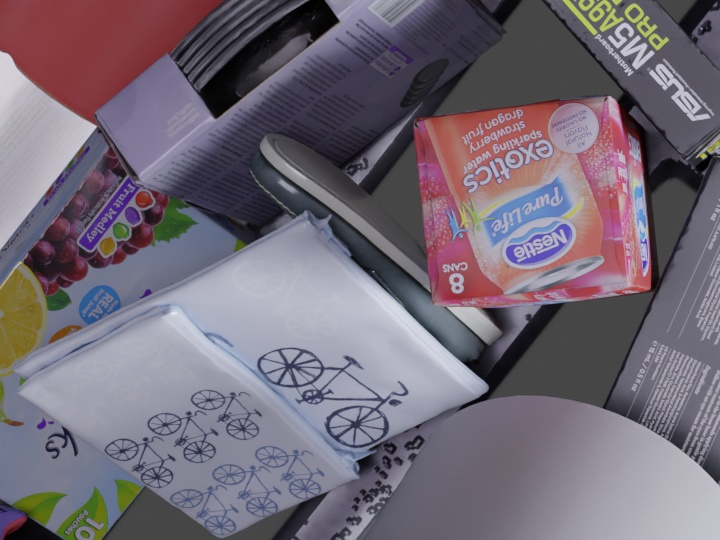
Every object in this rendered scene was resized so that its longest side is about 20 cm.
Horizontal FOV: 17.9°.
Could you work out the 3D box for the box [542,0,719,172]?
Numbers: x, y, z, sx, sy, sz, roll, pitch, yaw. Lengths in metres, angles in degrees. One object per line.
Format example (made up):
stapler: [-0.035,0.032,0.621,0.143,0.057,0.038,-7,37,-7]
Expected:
box: [0.124,-0.141,1.195,0.044,0.160,0.200,-42,84,8]

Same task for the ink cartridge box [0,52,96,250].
ink cartridge box: [-0.221,-0.066,1.323,0.200,0.048,0.146,44,99,8]

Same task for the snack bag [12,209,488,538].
snack bag: [-0.052,0.063,1.226,0.200,0.189,0.021,-27,44,21]

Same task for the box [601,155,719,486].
box: [0.215,0.058,1.222,0.141,0.079,0.201,25,96,14]

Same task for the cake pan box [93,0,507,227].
cake pan box: [-0.028,-0.104,1.206,0.184,0.200,0.052,-40,75,10]

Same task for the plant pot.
plant pot: [-0.107,-0.179,1.235,0.200,0.200,0.177,42,108,8]

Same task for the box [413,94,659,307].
box: [0.096,-0.031,1.182,0.099,0.200,0.096,-6,88,11]

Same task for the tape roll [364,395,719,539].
tape roll: [0.090,0.183,1.172,0.202,0.139,0.203,16,133,18]

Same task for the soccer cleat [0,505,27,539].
soccer cleat: [-0.211,0.223,1.240,0.073,0.068,0.201,-1,74,-19]

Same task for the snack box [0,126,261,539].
snack box: [-0.148,0.040,1.279,0.142,0.053,0.200,35,99,-23]

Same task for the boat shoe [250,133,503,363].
boat shoe: [0.000,0.000,1.219,0.062,0.200,0.073,-43,42,9]
